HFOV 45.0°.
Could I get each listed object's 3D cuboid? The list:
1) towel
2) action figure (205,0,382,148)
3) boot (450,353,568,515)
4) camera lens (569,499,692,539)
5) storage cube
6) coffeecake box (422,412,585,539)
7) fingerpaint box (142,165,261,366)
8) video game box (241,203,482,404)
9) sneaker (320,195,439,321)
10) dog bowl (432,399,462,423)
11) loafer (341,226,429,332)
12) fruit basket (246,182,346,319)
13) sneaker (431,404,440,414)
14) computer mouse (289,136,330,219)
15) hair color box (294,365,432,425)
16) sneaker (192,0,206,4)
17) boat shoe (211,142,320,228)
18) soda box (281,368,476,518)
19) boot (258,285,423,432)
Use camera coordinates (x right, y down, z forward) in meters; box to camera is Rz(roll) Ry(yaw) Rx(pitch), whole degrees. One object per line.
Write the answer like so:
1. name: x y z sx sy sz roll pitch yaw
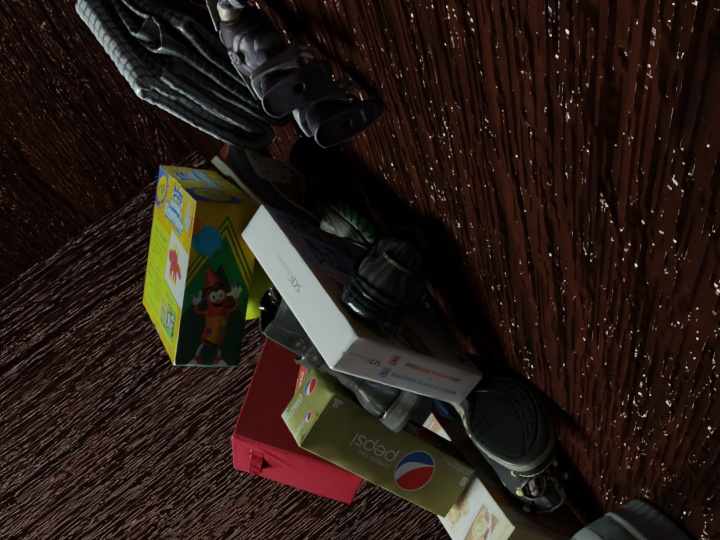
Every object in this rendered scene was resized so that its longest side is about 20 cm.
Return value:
1. towel: -0.175 -0.224 0.898 0.166 0.086 0.200 51 -165 31
2. action figure: -0.064 -0.165 0.677 0.130 0.069 0.200 50 -178 -43
3. boot: 0.155 0.174 0.841 0.151 0.073 0.200 55 172 -21
4. camera lens: 0.190 0.300 0.680 0.160 0.199 0.160 52 173 9
5. storage cube: -0.064 0.197 1.187 0.178 0.201 0.171 16 153 1
6. coffeecake box: 0.157 0.263 0.971 0.153 0.073 0.200 25 -166 -31
7. fingerpaint box: -0.173 -0.012 0.930 0.200 0.073 0.169 -146 63 -63
8. video game box: 0.001 0.032 0.821 0.182 0.047 0.200 26 -161 -45
9. sneaker: 0.000 0.000 0.984 0.201 0.085 0.078 53 174 12
10. dog bowl: 0.085 0.112 1.126 0.201 0.049 0.111 55 173 -8
11. loafer: 0.037 -0.005 0.786 0.073 0.073 0.200 34 -167 -3
12. fruit basket: -0.092 -0.013 1.068 0.216 0.215 0.155 54 173 -5
13. sneaker: 0.060 0.134 1.266 0.200 0.082 0.077 51 173 23
14. computer mouse: -0.038 -0.050 0.956 0.058 0.034 0.202 -18 83 57
15. hair color box: 0.009 0.153 1.031 0.200 0.061 0.102 46 -137 -40
16. sneaker: -0.208 -0.313 0.841 0.200 0.082 0.073 49 170 24
17. boat shoe: -0.096 -0.096 0.945 0.200 0.063 0.071 42 177 45
18. soda box: 0.020 0.177 0.891 0.199 0.064 0.068 32 -176 -27
19. boot: -0.022 0.069 0.861 0.173 0.069 0.200 35 -175 -7
